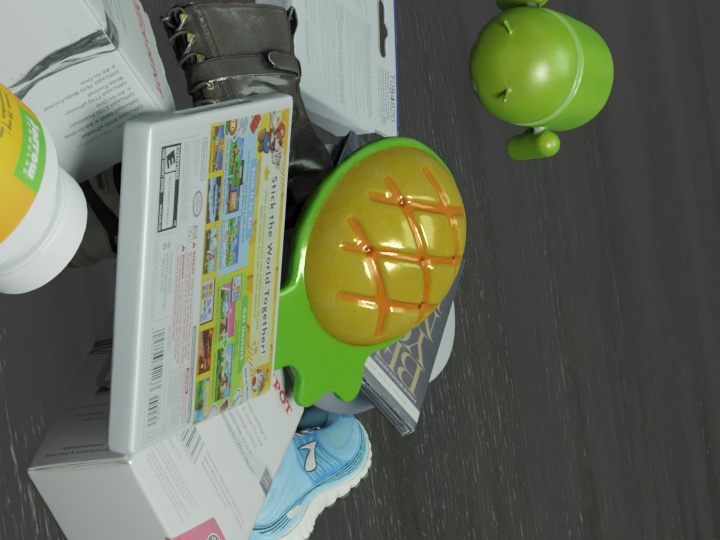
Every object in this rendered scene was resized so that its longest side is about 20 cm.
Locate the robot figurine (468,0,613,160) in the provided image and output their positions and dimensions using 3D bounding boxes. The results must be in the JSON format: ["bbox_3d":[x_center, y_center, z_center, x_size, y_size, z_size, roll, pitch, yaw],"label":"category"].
[{"bbox_3d":[0.180,-0.200,2.092,0.200,0.115,0.177,0,88,-64],"label":"robot figurine"}]

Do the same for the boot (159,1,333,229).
[{"bbox_3d":[-0.108,-0.110,1.511,0.199,0.069,0.175,-12,73,-37],"label":"boot"}]

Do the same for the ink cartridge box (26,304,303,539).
[{"bbox_3d":[-0.124,0.111,1.406,0.147,0.082,0.201,65,31,-33],"label":"ink cartridge box"}]

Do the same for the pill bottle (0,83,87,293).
[{"bbox_3d":[-0.239,-0.065,1.176,0.200,0.110,0.112,44,45,-53],"label":"pill bottle"}]

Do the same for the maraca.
[{"bbox_3d":[0.000,0.000,1.466,0.137,0.107,0.201,44,74,-32],"label":"maraca"}]

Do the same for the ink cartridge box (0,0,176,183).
[{"bbox_3d":[-0.200,-0.172,1.264,0.200,0.083,0.146,57,9,-42],"label":"ink cartridge box"}]

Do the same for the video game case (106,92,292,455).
[{"bbox_3d":[-0.098,-0.003,1.311,0.182,0.023,0.202,-21,118,-62],"label":"video game case"}]

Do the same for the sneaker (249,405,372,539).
[{"bbox_3d":[-0.053,0.137,1.561,0.091,0.078,0.200,68,25,-14],"label":"sneaker"}]

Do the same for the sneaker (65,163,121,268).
[{"bbox_3d":[-0.155,-0.098,1.392,0.076,0.087,0.202,36,50,-55],"label":"sneaker"}]

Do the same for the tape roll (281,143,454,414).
[{"bbox_3d":[-0.013,0.007,1.623,0.200,0.066,0.202,33,44,-38],"label":"tape roll"}]

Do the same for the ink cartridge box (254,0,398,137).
[{"bbox_3d":[-0.028,-0.219,1.744,0.200,0.040,0.201,24,62,-61],"label":"ink cartridge box"}]

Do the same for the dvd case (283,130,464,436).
[{"bbox_3d":[0.013,0.006,1.585,0.149,0.016,0.201,48,36,-23],"label":"dvd case"}]
